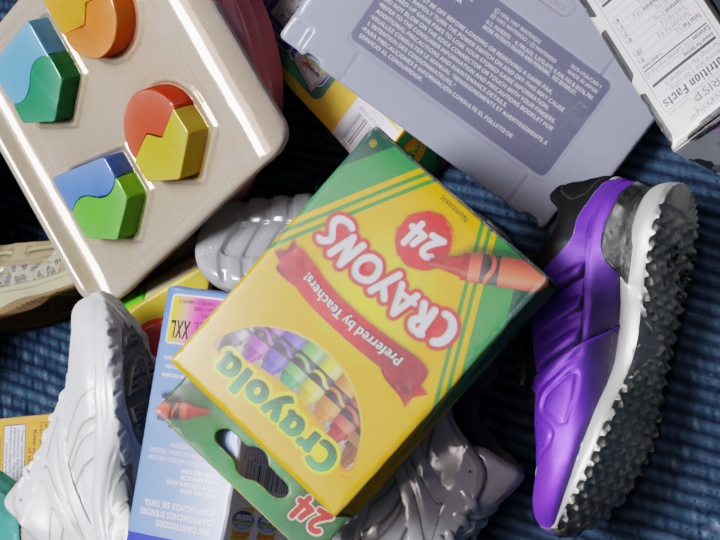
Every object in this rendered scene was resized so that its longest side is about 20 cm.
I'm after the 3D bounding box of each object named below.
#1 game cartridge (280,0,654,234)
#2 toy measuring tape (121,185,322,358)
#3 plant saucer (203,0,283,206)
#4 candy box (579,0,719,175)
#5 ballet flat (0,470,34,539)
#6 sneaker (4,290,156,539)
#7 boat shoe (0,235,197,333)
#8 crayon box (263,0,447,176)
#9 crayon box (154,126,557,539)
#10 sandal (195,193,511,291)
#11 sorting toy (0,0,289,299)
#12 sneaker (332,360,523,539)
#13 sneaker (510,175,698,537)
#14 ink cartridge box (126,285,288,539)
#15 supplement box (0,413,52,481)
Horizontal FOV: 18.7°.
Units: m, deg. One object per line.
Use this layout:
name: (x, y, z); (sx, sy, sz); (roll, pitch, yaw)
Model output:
game cartridge: (0.073, -0.127, 1.227); (0.200, 0.041, 0.133); (36, 108, -3)
toy measuring tape: (-0.089, 0.024, 1.362); (0.200, 0.074, 0.074); (-31, 63, 7)
plant saucer: (-0.108, -0.136, 1.356); (0.200, 0.051, 0.201); (40, 141, 41)
candy box: (0.169, -0.141, 1.161); (0.061, 0.136, 0.200); (-39, 62, 22)
ballet flat: (-0.189, 0.196, 1.352); (0.070, 0.067, 0.200); (-15, 106, 15)
sneaker: (-0.167, 0.113, 1.290); (0.099, 0.078, 0.201); (-7, 79, 19)
boat shoe: (-0.189, -0.008, 1.422); (0.200, 0.073, 0.063); (-16, 75, 32)
crayon box: (0.001, -0.156, 1.329); (0.119, 0.058, 0.200); (-51, 57, 15)
crayon box: (-0.008, 0.041, 1.166); (0.127, 0.051, 0.200); (41, 93, 13)
sandal: (0.002, -0.007, 1.302); (0.202, 0.050, 0.083); (10, 66, 19)
sorting toy: (-0.150, -0.099, 1.301); (0.200, 0.036, 0.185); (-38, 78, 39)
sneaker: (0.041, 0.133, 1.226); (0.099, 0.078, 0.201); (-1, 85, 23)
sneaker: (0.114, 0.043, 1.199); (0.099, 0.070, 0.201); (13, 84, 32)
ink cartridge box: (-0.060, 0.119, 1.267); (0.076, 0.136, 0.201); (4, 82, 37)
supplement box: (-0.167, 0.124, 1.385); (0.200, 0.066, 0.069); (-10, 75, 34)
